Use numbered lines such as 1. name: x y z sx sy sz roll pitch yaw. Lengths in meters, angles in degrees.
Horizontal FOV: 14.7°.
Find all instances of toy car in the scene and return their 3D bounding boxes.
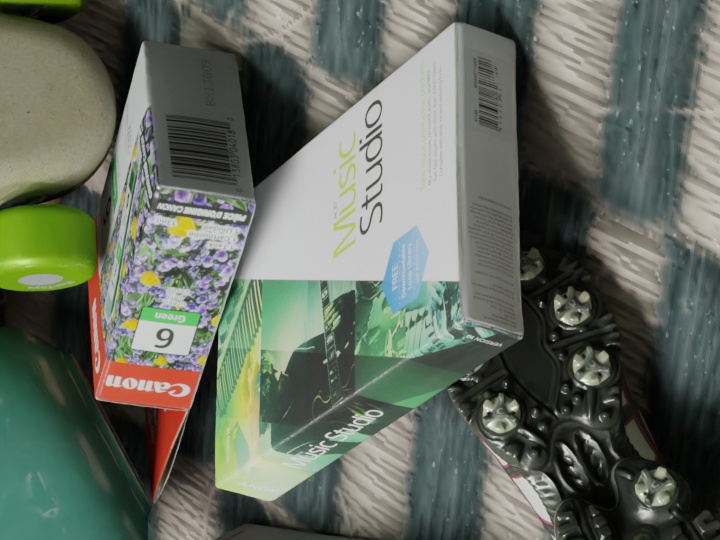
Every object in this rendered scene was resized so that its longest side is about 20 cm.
1. toy car: -0.207 -0.056 1.387 0.200 0.158 0.165 126 142 -72

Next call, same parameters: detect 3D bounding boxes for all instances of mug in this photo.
1. mug: -0.179 0.091 1.367 0.185 0.114 0.152 62 176 5

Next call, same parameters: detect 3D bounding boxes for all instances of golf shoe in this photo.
1. golf shoe: 0.090 0.077 1.187 0.088 0.077 0.200 71 174 -63

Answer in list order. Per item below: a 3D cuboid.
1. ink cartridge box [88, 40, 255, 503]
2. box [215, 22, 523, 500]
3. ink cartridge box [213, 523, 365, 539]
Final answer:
1. ink cartridge box: -0.100 0.003 1.325 0.109 0.050 0.200 -100 23 -47
2. box: 0.000 0.000 1.216 0.200 0.036 0.145 -38 44 49
3. ink cartridge box: -0.002 0.210 1.340 0.200 0.087 0.146 2 110 47
